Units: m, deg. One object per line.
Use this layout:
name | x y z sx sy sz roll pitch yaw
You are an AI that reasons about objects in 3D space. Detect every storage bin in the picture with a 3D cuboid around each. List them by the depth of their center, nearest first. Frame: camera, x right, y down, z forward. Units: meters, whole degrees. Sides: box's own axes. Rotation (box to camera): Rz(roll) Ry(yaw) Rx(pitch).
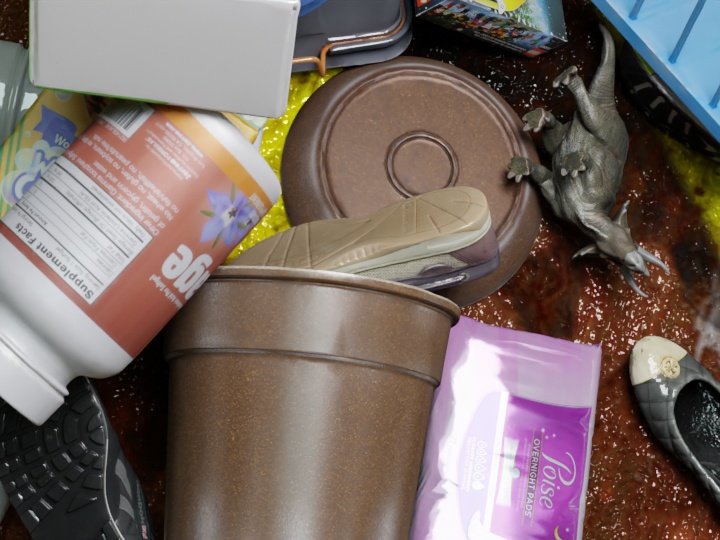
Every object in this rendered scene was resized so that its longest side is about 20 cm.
storage bin | -0.057 -0.219 1.194 0.198 0.135 0.147 -7 67 -8

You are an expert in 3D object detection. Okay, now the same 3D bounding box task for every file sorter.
file sorter | 0.280 -0.198 1.200 0.138 0.123 0.201 -24 64 -28

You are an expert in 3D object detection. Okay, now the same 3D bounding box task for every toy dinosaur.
toy dinosaur | 0.164 -0.084 1.241 0.076 0.102 0.202 -18 55 30

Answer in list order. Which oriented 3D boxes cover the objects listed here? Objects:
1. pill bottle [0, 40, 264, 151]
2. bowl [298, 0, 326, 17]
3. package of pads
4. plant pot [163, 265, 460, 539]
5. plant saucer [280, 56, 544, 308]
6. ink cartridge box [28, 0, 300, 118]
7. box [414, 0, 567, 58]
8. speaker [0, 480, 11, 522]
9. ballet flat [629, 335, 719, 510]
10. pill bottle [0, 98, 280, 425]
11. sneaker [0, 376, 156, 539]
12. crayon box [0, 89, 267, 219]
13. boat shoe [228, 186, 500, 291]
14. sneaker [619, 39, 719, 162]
pill bottle | -0.169 -0.094 1.154 0.198 0.114 0.115 12 70 -7
bowl | -0.085 -0.245 1.108 0.198 0.039 0.203 2 66 -5
package of pads | 0.095 0.135 1.151 0.119 0.076 0.202 11 70 -6
plant pot | -0.042 0.115 1.080 0.198 0.200 0.200 7 79 -9
plant saucer | 0.042 -0.069 1.230 0.198 0.035 0.202 3 73 -10
ink cartridge box | -0.104 -0.189 0.977 0.144 0.084 0.201 6 44 -4
box | 0.086 -0.270 1.264 0.136 0.038 0.202 12 65 -46
speaker | -0.233 0.077 1.104 0.081 0.081 0.201 26 69 -2
ballet flat | 0.261 0.127 1.195 0.066 0.057 0.201 -32 81 -19
pill bottle | -0.149 -0.012 0.987 0.112 0.112 0.200 42 83 4
sneaker | -0.175 0.142 1.080 0.075 0.088 0.202 -15 93 8
crayon box | -0.154 -0.068 1.071 0.125 0.052 0.201 36 83 -5
boat shoe | 0.000 0.000 1.156 0.198 0.065 0.072 -16 30 15
sneaker | 0.283 -0.123 1.268 0.199 0.074 0.081 33 83 -7
